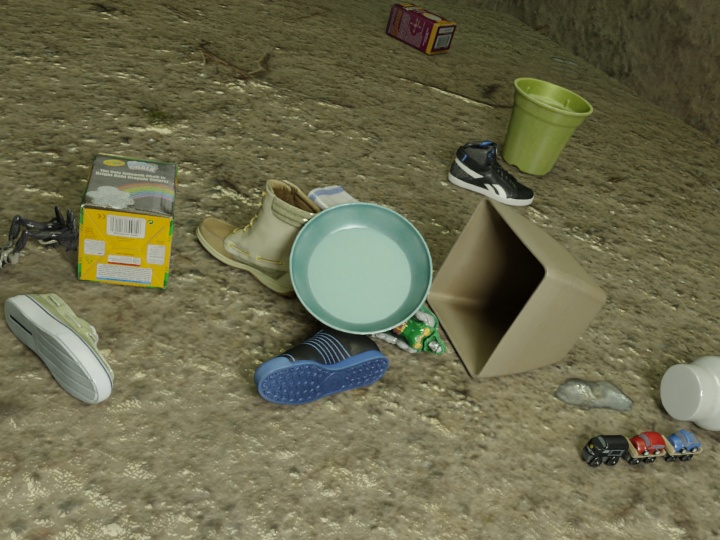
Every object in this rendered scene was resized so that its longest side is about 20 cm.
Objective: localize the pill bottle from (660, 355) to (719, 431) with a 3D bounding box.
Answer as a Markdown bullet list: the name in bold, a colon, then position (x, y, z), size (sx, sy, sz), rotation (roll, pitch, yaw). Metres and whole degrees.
- **pill bottle**: position (0.562, 0.187, 1.083), size (0.198, 0.112, 0.111), rotation (5, 34, -20)

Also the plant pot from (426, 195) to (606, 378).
- **plant pot**: position (0.249, 0.037, 1.096), size (0.175, 0.201, 0.201), rotation (12, 31, -30)

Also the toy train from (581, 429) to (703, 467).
- **toy train**: position (0.392, 0.241, 0.979), size (0.198, 0.046, 0.034), rotation (3, 35, -22)

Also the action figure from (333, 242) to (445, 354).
- **action figure**: position (0.039, 0.063, 1.034), size (0.199, 0.119, 0.055), rotation (31, 19, 1)

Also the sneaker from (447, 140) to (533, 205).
- **sneaker**: position (0.301, -0.219, 1.563), size (0.198, 0.113, 0.073), rotation (16, 33, -2)

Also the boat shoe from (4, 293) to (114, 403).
- **boat shoe**: position (-0.343, 0.079, 0.837), size (0.199, 0.073, 0.062), rotation (34, 38, 28)

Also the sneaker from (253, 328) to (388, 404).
- **sneaker**: position (-0.059, 0.118, 0.928), size (0.198, 0.071, 0.078), rotation (-1, 33, -39)

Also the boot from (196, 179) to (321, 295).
- **boot**: position (-0.155, -0.072, 1.077), size (0.199, 0.156, 0.072), rotation (30, 34, 18)

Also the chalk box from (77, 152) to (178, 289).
- **chalk box**: position (-0.335, -0.085, 1.042), size (0.123, 0.125, 0.201), rotation (6, 33, -15)

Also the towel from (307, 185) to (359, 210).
- **towel**: position (0.008, -0.084, 1.236), size (0.199, 0.024, 0.147), rotation (37, 18, 9)

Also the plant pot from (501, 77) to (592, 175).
- **plant pot**: position (0.438, -0.345, 1.753), size (0.198, 0.186, 0.201), rotation (12, 33, -8)

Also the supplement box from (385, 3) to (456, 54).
- **supplement box**: position (0.206, -0.827, 2.439), size (0.199, 0.104, 0.130), rotation (33, 36, 24)

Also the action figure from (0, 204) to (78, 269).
- **action figure**: position (-0.479, -0.044, 0.919), size (0.199, 0.103, 0.118), rotation (-19, 29, -34)

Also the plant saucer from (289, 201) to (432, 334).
- **plant saucer**: position (0.000, 0.000, 0.992), size (0.197, 0.036, 0.202), rotation (2, 64, -5)
